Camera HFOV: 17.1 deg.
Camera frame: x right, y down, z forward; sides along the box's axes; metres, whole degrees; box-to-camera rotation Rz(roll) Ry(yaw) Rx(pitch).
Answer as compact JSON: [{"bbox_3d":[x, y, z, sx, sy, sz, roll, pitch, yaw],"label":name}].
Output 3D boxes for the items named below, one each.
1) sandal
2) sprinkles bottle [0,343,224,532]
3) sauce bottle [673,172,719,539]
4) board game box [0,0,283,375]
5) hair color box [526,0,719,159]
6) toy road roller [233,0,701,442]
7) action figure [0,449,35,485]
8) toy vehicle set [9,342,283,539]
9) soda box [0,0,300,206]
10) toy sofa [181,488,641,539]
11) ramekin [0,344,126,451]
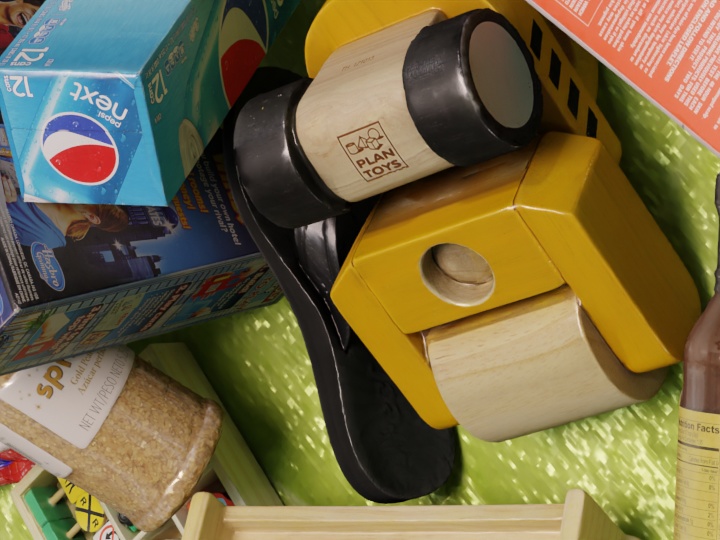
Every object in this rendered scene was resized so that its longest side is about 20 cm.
[{"bbox_3d":[0.001,0.000,1.046,0.048,0.075,0.202,-25,85,50],"label":"sandal"},{"bbox_3d":[-0.157,0.037,1.050,0.199,0.068,0.068,34,118,-14],"label":"sprinkles bottle"},{"bbox_3d":[0.156,0.062,0.935,0.064,0.064,0.202,6,93,37],"label":"sauce bottle"},{"bbox_3d":[-0.114,-0.047,1.061,0.062,0.199,0.201,-43,58,36],"label":"board game box"},{"bbox_3d":[0.151,-0.085,0.912,0.200,0.101,0.061,43,115,27],"label":"hair color box"},{"bbox_3d":[0.056,-0.044,0.992,0.122,0.146,0.201,-18,118,36],"label":"toy road roller"},{"bbox_3d":[-0.220,0.087,1.235,0.199,0.052,0.066,-11,81,35],"label":"action figure"},{"bbox_3d":[-0.080,0.151,1.140,0.124,0.026,0.201,-46,65,29],"label":"toy vehicle set"},{"bbox_3d":[-0.083,-0.106,1.021,0.067,0.200,0.065,3,125,18],"label":"soda box"},{"bbox_3d":[0.021,0.149,1.021,0.199,0.098,0.083,-4,60,29],"label":"toy sofa"},{"bbox_3d":[-0.208,-0.006,1.128,0.098,0.199,0.202,154,106,-66],"label":"ramekin"}]
